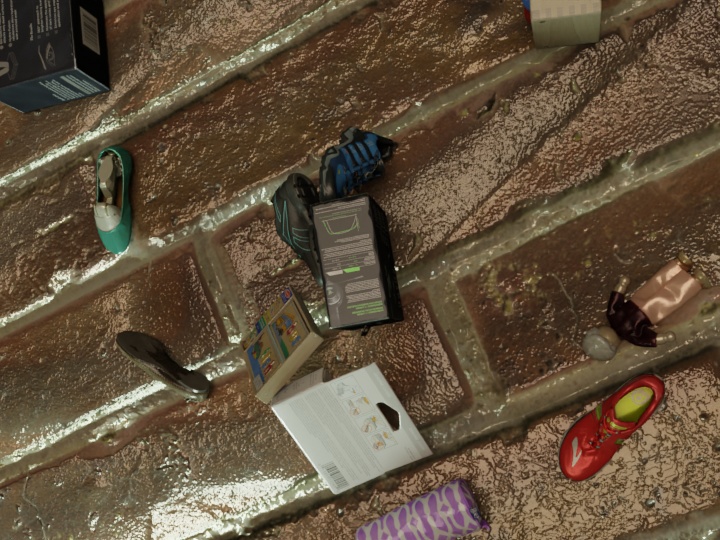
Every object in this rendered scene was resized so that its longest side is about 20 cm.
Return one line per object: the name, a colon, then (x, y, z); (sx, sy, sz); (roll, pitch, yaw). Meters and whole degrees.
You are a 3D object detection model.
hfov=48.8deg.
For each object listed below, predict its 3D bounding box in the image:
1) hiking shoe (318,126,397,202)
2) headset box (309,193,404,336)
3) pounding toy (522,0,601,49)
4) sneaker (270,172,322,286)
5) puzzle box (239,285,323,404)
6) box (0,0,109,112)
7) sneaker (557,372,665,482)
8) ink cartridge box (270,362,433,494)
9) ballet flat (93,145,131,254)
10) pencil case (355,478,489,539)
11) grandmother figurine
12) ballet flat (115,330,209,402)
hiking shoe: (-0.007, -0.168, 1.262); (0.086, 0.075, 0.200); (9, 43, 15)
headset box: (0.000, 0.000, 1.222); (0.092, 0.174, 0.201); (-11, 84, 9)
pounding toy: (0.293, -0.459, 1.224); (0.142, 0.184, 0.201); (-3, 89, 15)
sneaker: (-0.091, -0.061, 1.330); (0.079, 0.075, 0.201); (-28, 75, 33)
puzzle box: (-0.129, 0.111, 1.255); (0.025, 0.200, 0.133); (40, 94, -24)
box: (-0.594, -0.426, 1.496); (0.199, 0.117, 0.197); (-10, 79, 13)
sneaker: (0.356, 0.221, 1.139); (0.077, 0.085, 0.200); (42, 94, 18)
ink cartridge box: (-0.011, 0.232, 1.205); (0.176, 0.045, 0.200); (-25, 116, 12)
ballet flat: (-0.454, -0.131, 1.435); (0.067, 0.070, 0.201); (-3, 81, 15)
pencil case: (0.091, 0.389, 1.196); (0.200, 0.084, 0.086); (-28, 99, 12)
grandmother figurine: (0.413, 0.064, 1.165); (0.200, 0.061, 0.121); (-39, 46, 10)
ballet flat: (-0.344, 0.168, 1.369); (0.200, 0.067, 0.046); (29, 123, 15)
